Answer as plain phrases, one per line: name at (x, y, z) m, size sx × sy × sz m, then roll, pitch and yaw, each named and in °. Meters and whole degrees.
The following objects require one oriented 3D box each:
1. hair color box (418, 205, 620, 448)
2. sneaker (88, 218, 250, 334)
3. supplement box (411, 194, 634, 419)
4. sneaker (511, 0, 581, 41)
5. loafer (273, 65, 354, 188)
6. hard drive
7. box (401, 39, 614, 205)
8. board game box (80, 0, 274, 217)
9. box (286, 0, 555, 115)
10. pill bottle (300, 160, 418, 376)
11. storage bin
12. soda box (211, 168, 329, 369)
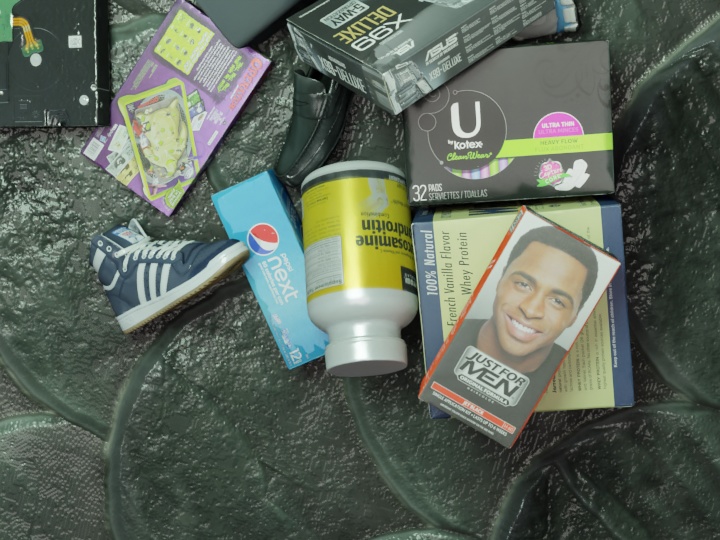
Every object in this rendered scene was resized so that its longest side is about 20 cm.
hair color box at (0.145, 0.051, 1.084) m, size 0.101 × 0.061 × 0.200 m, roll 28°, pitch 100°, yaw 2°
sneaker at (-0.208, -0.015, 1.217) m, size 0.200 × 0.070 × 0.109 m, roll -28°, pitch 91°, yaw 37°
supplement box at (0.161, 0.032, 1.179) m, size 0.199 × 0.134 × 0.201 m, roll -5°, pitch 98°, yaw 7°
sneaker at (0.150, -0.322, 1.160) m, size 0.086 × 0.075 × 0.201 m, roll -17°, pitch 96°, yaw 14°
loafer at (-0.043, -0.182, 1.194) m, size 0.070 × 0.068 × 0.201 m, roll 22°, pitch 99°, yaw -37°
hard drive at (-0.333, -0.250, 1.226) m, size 0.139 × 0.038 × 0.201 m, roll 0°, pitch 95°, yaw 12°
box at (0.145, -0.146, 1.159) m, size 0.199 × 0.124 × 0.149 m, roll -4°, pitch 99°, yaw 8°
board game box at (-0.194, -0.172, 1.240) m, size 0.120 × 0.032 × 0.200 m, roll 37°, pitch 101°, yaw 4°
box at (0.056, -0.240, 1.098) m, size 0.200 × 0.158 × 0.050 m, roll -35°, pitch 134°, yaw -17°
pill bottle at (0.000, 0.000, 1.170) m, size 0.112 × 0.112 × 0.201 m, roll -6°, pitch 74°, yaw 7°
storage bin at (-0.118, -0.322, 1.161) m, size 0.134 × 0.146 × 0.200 m, roll -40°, pitch 93°, yaw 20°
soda box at (-0.082, -0.003, 1.235) m, size 0.068 × 0.064 × 0.200 m, roll -23°, pitch 96°, yaw 9°
